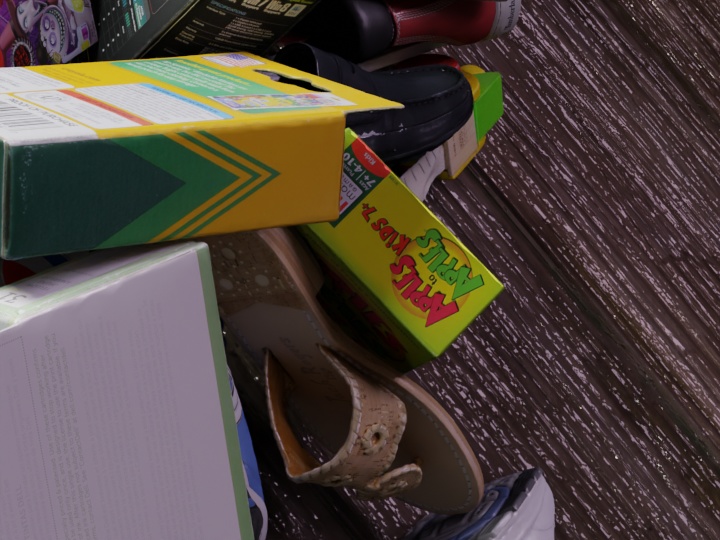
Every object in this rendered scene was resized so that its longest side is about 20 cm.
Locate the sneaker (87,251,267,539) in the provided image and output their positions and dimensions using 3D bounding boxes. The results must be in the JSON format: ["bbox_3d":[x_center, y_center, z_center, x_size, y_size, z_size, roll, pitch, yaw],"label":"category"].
[{"bbox_3d":[-0.086,0.043,1.065,0.077,0.076,0.201,-1,59,-51],"label":"sneaker"}]

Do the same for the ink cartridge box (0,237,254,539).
[{"bbox_3d":[-0.135,0.083,0.919,0.199,0.048,0.147,-23,114,-39],"label":"ink cartridge box"}]

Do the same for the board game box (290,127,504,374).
[{"bbox_3d":[0.000,0.000,1.123,0.102,0.048,0.200,46,-11,-1],"label":"board game box"}]

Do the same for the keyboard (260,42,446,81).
[{"bbox_3d":[0.000,-0.131,1.353,0.056,0.011,0.199,20,30,36],"label":"keyboard"}]

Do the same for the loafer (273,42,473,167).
[{"bbox_3d":[-0.021,-0.087,1.227,0.200,0.071,0.068,-16,24,-33],"label":"loafer"}]

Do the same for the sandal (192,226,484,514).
[{"bbox_3d":[-0.023,0.064,1.067,0.212,0.077,0.070,54,43,-27],"label":"sandal"}]

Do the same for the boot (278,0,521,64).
[{"bbox_3d":[-0.021,-0.179,1.363,0.144,0.073,0.200,-16,33,-32],"label":"boot"}]

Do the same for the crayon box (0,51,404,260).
[{"bbox_3d":[-0.097,-0.053,0.986,0.199,0.052,0.125,-9,20,-37],"label":"crayon box"}]

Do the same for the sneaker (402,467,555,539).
[{"bbox_3d":[0.060,0.171,1.116,0.087,0.074,0.200,55,32,-18],"label":"sneaker"}]

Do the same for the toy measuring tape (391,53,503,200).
[{"bbox_3d":[0.024,-0.074,1.332,0.074,0.074,0.200,44,36,-2],"label":"toy measuring tape"}]

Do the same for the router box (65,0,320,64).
[{"bbox_3d":[-0.094,-0.185,1.136,0.062,0.150,0.201,11,55,-37],"label":"router box"}]

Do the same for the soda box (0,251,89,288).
[{"bbox_3d":[-0.166,-0.001,1.033,0.068,0.064,0.201,7,48,-44],"label":"soda box"}]

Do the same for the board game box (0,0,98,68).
[{"bbox_3d":[-0.173,-0.179,1.027,0.120,0.032,0.201,-42,128,-54],"label":"board game box"}]
